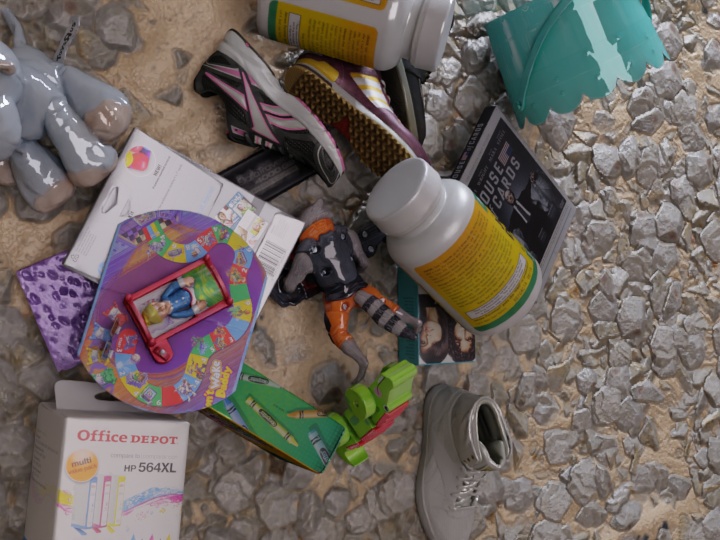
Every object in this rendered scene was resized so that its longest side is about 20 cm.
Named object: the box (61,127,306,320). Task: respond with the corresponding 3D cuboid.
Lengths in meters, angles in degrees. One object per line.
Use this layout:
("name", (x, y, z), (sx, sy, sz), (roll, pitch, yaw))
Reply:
("box", (-0.178, -0.028, 1.152), (0.199, 0.041, 0.157), (28, 83, -17))

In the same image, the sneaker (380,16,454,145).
("sneaker", (0.070, -0.242, 1.324), (0.106, 0.075, 0.201), (-14, 95, -27))

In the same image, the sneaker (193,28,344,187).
("sneaker", (-0.101, -0.160, 1.232), (0.086, 0.080, 0.200), (-43, 85, 1))

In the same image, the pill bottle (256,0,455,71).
("pill bottle", (-0.003, -0.282, 1.221), (0.199, 0.113, 0.113), (16, 81, 5))

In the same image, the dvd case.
("dvd case", (0.183, -0.078, 1.374), (0.200, 0.025, 0.151), (45, 60, -34))

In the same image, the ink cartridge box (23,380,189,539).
("ink cartridge box", (-0.255, 0.214, 1.127), (0.128, 0.125, 0.202), (6, 88, -27))

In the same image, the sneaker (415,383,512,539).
("sneaker", (0.123, 0.240, 1.329), (0.073, 0.115, 0.202), (-4, 93, -29))

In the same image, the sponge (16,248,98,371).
("sponge", (-0.242, 0.012, 1.171), (0.199, 0.030, 0.112), (-25, 100, -14))

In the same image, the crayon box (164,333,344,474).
("crayon box", (-0.127, 0.137, 1.197), (0.200, 0.119, 0.058), (35, 75, -22))

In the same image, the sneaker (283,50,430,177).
("sneaker", (0.013, -0.183, 1.277), (0.200, 0.075, 0.090), (42, 54, -6))

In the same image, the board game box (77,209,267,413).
("board game box", (-0.178, 0.037, 1.092), (0.157, 0.039, 0.201), (17, 79, -9))

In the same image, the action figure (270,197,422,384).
("action figure", (0.000, 0.000, 1.265), (0.200, 0.105, 0.194), (-35, 89, -28))

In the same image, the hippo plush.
("hippo plush", (-0.311, -0.159, 1.051), (0.158, 0.161, 0.201), (8, 89, 10))

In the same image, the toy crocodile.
("toy crocodile", (0.011, 0.157, 1.239), (0.067, 0.200, 0.062), (-26, 73, -37))

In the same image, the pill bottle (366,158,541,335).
("pill bottle", (0.100, -0.028, 1.241), (0.200, 0.113, 0.113), (43, 72, -29))

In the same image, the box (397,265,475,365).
("box", (0.090, 0.011, 1.348), (0.082, 0.049, 0.202), (-1, 90, -27))

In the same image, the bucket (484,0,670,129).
("bucket", (0.255, -0.273, 1.356), (0.207, 0.207, 0.135), (-30, 99, -24))

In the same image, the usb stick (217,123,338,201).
("usb stick", (-0.112, -0.102, 1.254), (0.199, 0.033, 0.056), (-32, 96, -24))
